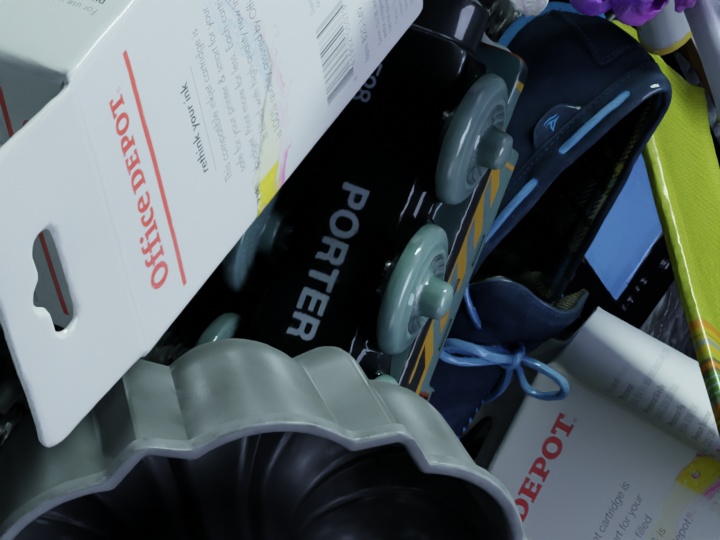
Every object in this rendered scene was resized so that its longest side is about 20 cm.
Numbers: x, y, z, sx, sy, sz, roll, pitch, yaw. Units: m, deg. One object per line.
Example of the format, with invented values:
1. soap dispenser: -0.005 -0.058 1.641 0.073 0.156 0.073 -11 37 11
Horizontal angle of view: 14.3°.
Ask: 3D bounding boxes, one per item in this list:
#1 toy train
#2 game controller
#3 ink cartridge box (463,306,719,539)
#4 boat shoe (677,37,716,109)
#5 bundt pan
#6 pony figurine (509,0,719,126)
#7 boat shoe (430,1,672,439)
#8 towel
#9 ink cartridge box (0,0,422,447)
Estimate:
1. toy train: 0.000 0.000 0.979 0.114 0.085 0.201 22 88 -76
2. game controller: 0.103 -0.036 1.181 0.105 0.042 0.200 -63 153 -11
3. ink cartridge box: 0.121 0.112 1.156 0.129 0.199 0.125 -62 172 16
4. boat shoe: 0.145 -0.110 1.133 0.072 0.067 0.201 -48 117 -37
5. bundt pan: -0.043 0.102 0.885 0.201 0.076 0.203 -8 128 -10
6. pony figurine: 0.096 -0.130 0.912 0.166 0.193 0.200 -30 123 4
7. boat shoe: 0.048 0.001 1.052 0.084 0.069 0.201 -4 121 -49
8. towel: 0.135 0.006 1.066 0.086 0.018 0.201 37 36 -60
9. ink cartridge box: -0.065 -0.061 0.814 0.200 0.067 0.117 -53 150 -32
